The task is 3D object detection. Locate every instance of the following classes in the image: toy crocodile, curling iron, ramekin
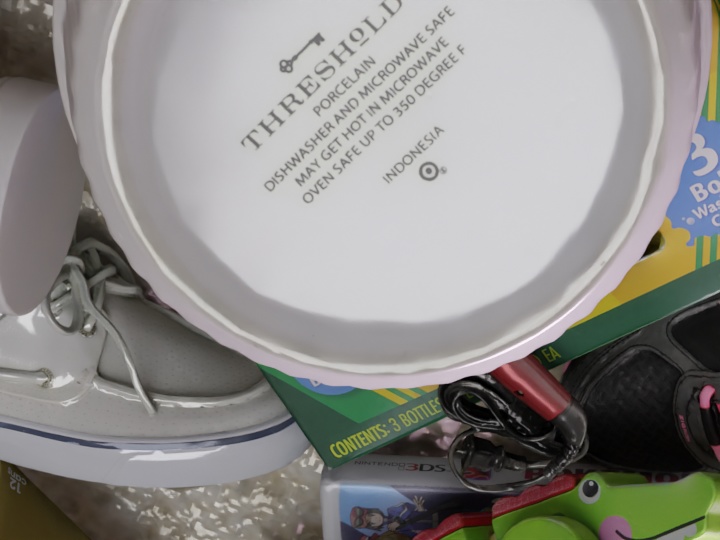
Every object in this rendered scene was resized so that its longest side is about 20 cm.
[{"bbox_3d":[0.046,0.107,0.875,0.200,0.067,0.062,-28,70,32],"label":"toy crocodile"},{"bbox_3d":[0.000,0.000,0.809,0.050,0.026,0.200,-37,107,23],"label":"curling iron"},{"bbox_3d":[0.007,-0.058,0.724,0.202,0.094,0.203,0,111,0],"label":"ramekin"}]

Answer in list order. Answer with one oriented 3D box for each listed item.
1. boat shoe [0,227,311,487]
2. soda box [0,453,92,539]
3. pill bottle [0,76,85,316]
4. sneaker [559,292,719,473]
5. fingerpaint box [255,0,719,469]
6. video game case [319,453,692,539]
[{"bbox_3d":[-0.112,0.016,0.897,0.201,0.075,0.086,11,120,13],"label":"boat shoe"},{"bbox_3d":[-0.104,0.158,0.943,0.068,0.064,0.200,-25,129,20],"label":"soda box"},{"bbox_3d":[-0.198,-0.042,0.837,0.200,0.112,0.113,12,120,12],"label":"pill bottle"},{"bbox_3d":[0.159,0.043,0.852,0.200,0.095,0.079,-9,119,20],"label":"sneaker"},{"bbox_3d":[0.033,-0.050,0.834,0.200,0.073,0.167,-25,112,20],"label":"fingerpaint box"},{"bbox_3d":[0.080,0.156,0.958,0.182,0.023,0.200,2,125,7],"label":"video game case"}]
